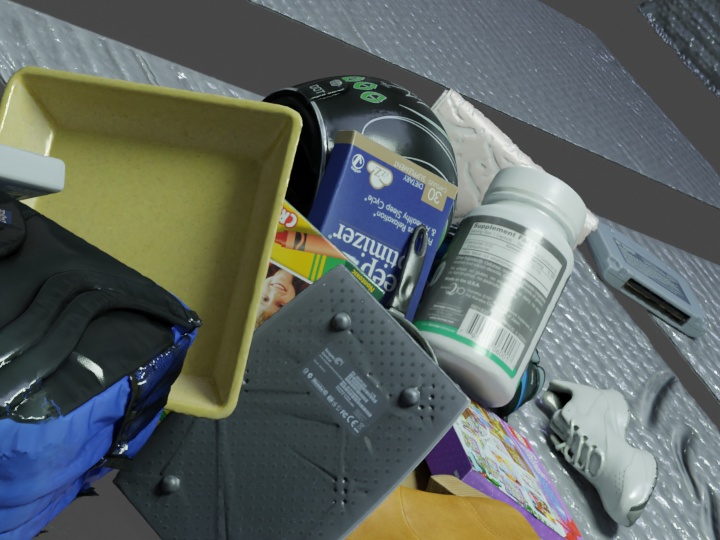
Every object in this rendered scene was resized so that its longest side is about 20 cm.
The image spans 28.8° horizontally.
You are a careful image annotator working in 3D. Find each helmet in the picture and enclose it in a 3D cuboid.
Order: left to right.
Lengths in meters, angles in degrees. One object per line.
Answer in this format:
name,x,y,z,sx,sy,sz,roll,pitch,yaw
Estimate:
helmet,-0.004,-0.076,1.279,0.190,0.200,0.200,6,40,-38

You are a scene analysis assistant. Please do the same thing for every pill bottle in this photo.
pill bottle,0.124,0.013,1.266,0.113,0.113,0.201,35,67,-15

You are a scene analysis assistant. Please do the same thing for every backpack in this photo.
backpack,-0.195,0.070,0.713,0.162,0.168,0.200,25,17,8

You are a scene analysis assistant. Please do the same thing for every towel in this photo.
towel,0.101,-0.047,1.387,0.200,0.191,0.032,40,20,-6

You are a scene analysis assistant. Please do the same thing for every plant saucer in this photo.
plant saucer,-0.148,-0.016,0.885,0.199,0.201,0.048,10,-14,11

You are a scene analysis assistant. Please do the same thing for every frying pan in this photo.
frying pan,0.011,0.051,1.119,0.115,0.031,0.191,6,68,-34

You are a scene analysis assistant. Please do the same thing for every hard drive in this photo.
hard drive,-0.042,0.109,0.884,0.135,0.200,0.042,46,-2,12

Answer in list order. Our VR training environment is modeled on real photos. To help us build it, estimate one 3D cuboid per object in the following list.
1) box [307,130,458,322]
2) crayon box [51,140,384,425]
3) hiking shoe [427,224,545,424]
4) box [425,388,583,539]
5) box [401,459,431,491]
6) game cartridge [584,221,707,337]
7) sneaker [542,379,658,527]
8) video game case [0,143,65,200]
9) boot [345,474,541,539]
box,0.000,0.000,1.157,0.121,0.201,0.032,25,-9,-35
crayon box,-0.114,0.013,0.949,0.200,0.173,0.058,42,-6,2
hiking shoe,0.112,0.046,1.341,0.201,0.074,0.087,59,29,-3
box,0.106,0.163,1.154,0.137,0.039,0.200,38,11,-20
box,0.030,0.185,1.071,0.163,0.021,0.200,45,22,8
game cartridge,0.398,0.008,1.975,0.200,0.042,0.133,30,21,-26
sneaker,0.227,0.177,1.367,0.087,0.075,0.200,20,22,-17
video game case,-0.304,-0.059,0.802,0.200,0.182,0.023,12,75,-50
boot,0.042,0.190,0.917,0.200,0.071,0.144,-5,23,-36
